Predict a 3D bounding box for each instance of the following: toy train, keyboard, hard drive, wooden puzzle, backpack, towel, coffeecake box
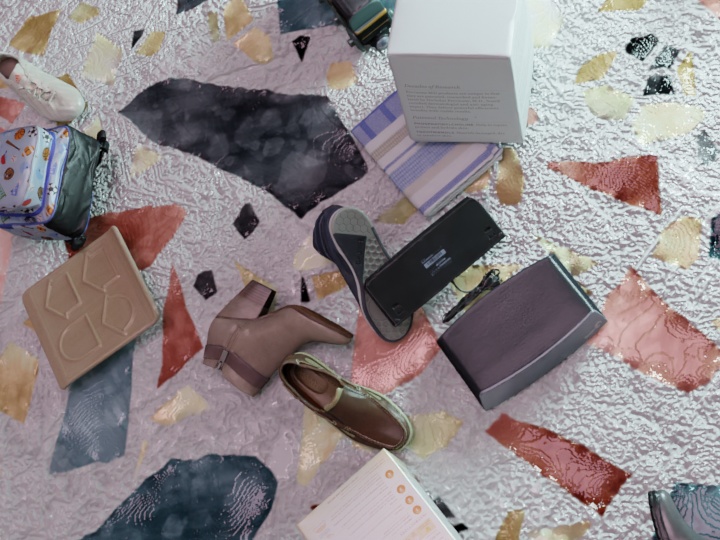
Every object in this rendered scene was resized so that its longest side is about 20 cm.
[{"bbox_3d":[-0.019,-0.420,1.800,0.085,0.114,0.200,-35,62,4],"label":"toy train"},{"bbox_3d":[0.114,0.004,1.601,0.200,0.021,0.127,-39,94,-7],"label":"keyboard"},{"bbox_3d":[0.208,0.076,1.560,0.200,0.042,0.135,-37,64,4],"label":"hard drive"},{"bbox_3d":[-0.407,0.058,1.806,0.200,0.046,0.185,-37,61,9],"label":"wooden puzzle"},{"bbox_3d":[-0.513,-0.135,1.857,0.190,0.154,0.200,-8,64,41],"label":"backpack"},{"bbox_3d":[0.094,-0.184,1.717,0.147,0.024,0.200,-41,61,2],"label":"towel"},{"bbox_3d":[0.041,0.355,1.500,0.153,0.073,0.200,-41,61,2],"label":"coffeecake box"}]

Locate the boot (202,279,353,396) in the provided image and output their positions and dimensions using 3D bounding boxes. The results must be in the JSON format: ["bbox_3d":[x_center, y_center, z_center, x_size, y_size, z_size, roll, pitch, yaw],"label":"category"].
[{"bbox_3d":[-0.124,0.110,1.670,0.200,0.070,0.146,27,89,24],"label":"boot"}]

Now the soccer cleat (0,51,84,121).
[{"bbox_3d":[-0.543,-0.307,1.977,0.200,0.078,0.069,31,83,27],"label":"soccer cleat"}]

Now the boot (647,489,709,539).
[{"bbox_3d":[0.426,0.330,1.375,0.131,0.070,0.200,-25,74,7],"label":"boot"}]

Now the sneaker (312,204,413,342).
[{"bbox_3d":[0.001,-0.001,1.657,0.077,0.146,0.203,-26,102,-13],"label":"sneaker"}]

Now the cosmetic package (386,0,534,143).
[{"bbox_3d":[0.143,-0.298,1.623,0.166,0.200,0.168,3,62,15],"label":"cosmetic package"}]

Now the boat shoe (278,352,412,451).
[{"bbox_3d":[-0.026,0.180,1.574,0.202,0.075,0.075,28,93,15],"label":"boat shoe"}]
